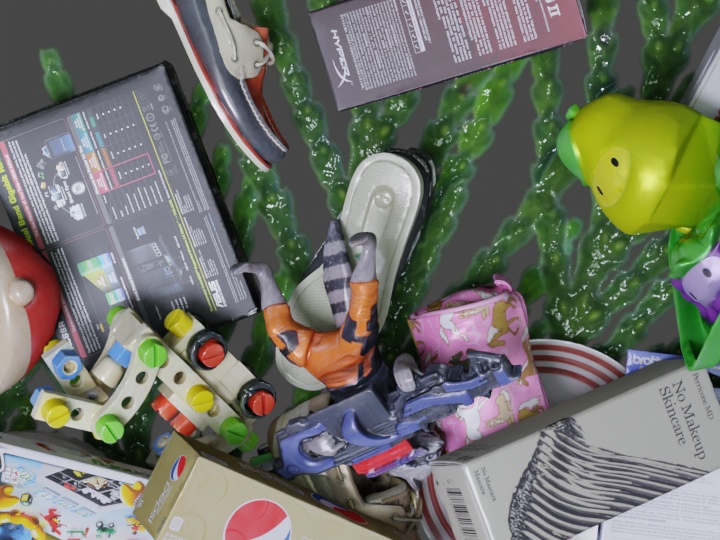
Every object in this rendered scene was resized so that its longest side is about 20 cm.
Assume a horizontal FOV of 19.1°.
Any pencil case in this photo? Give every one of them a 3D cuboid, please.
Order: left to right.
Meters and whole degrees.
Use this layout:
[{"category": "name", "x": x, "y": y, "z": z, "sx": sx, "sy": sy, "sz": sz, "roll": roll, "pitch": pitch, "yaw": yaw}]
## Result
[{"category": "pencil case", "x": 0.100, "y": 0.107, "z": 1.557, "sx": 0.086, "sy": 0.083, "sz": 0.200, "roll": -21, "pitch": 95, "yaw": -32}]

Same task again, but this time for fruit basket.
[{"category": "fruit basket", "x": 0.235, "y": -0.049, "z": 1.457, "sx": 0.215, "sy": 0.156, "sz": 0.216, "roll": -1, "pitch": 136, "yaw": -1}]

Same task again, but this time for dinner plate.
[{"category": "dinner plate", "x": 0.136, "y": 0.150, "z": 1.611, "sx": 0.200, "sy": 0.024, "sz": 0.201, "roll": 0, "pitch": 96, "yaw": 1}]

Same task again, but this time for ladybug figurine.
[{"category": "ladybug figurine", "x": -0.272, "y": 0.024, "z": 1.545, "sx": 0.072, "sy": 0.200, "sz": 0.136, "roll": -15, "pitch": 95, "yaw": -32}]

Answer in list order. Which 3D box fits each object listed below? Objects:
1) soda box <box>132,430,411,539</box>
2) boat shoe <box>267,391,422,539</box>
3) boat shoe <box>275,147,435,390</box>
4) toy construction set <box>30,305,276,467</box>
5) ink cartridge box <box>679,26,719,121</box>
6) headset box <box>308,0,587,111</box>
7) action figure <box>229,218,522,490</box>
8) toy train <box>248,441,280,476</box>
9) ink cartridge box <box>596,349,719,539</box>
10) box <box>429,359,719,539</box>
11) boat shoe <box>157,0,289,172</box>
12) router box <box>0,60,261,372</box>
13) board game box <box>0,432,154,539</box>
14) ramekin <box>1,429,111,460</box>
[{"category": "soda box", "x": -0.053, "y": 0.186, "z": 1.494, "sx": 0.200, "sy": 0.064, "sz": 0.068, "roll": 27, "pitch": 91, "yaw": -24}, {"category": "boat shoe", "x": 0.011, "y": 0.181, "z": 1.586, "sx": 0.065, "sy": 0.072, "sz": 0.200, "roll": -31, "pitch": 95, "yaw": 30}, {"category": "boat shoe", "x": 0.000, "y": 0.000, "z": 1.579, "sx": 0.072, "sy": 0.068, "sz": 0.200, "roll": 28, "pitch": 110, "yaw": 7}, {"category": "toy construction set", "x": -0.141, "y": 0.099, "z": 1.538, "sx": 0.131, "sy": 0.200, "sz": 0.092, "roll": -46, "pitch": 51, "yaw": -5}, {"category": "ink cartridge box", "x": 0.334, "y": -0.109, "z": 1.516, "sx": 0.200, "sy": 0.084, "sz": 0.144, "roll": 23, "pitch": 130, "yaw": -1}, {"category": "headset box", "x": 0.072, "y": -0.177, "z": 1.515, "sx": 0.199, "sy": 0.149, "sz": 0.077, "roll": -17, "pitch": 96, "yaw": 5}, {"category": "action figure", "x": 0.020, "y": 0.061, "z": 1.509, "sx": 0.200, "sy": 0.105, "sz": 0.194, "roll": -17, "pitch": 105, "yaw": 21}, {"category": "toy train", "x": -0.042, "y": 0.227, "z": 1.610, "sx": 0.042, "sy": 0.056, "sz": 0.200, "roll": -18, "pitch": 96, "yaw": 4}, {"category": "ink cartridge box", "x": 0.239, "y": 0.160, "z": 1.578, "sx": 0.119, "sy": 0.042, "sz": 0.201, "roll": 6, "pitch": 99, "yaw": 2}, {"category": "box", "x": 0.156, "y": 0.133, "z": 1.488, "sx": 0.200, "sy": 0.068, "sz": 0.082, "roll": -23, "pitch": 94, "yaw": -20}, {"category": "boat shoe", "x": -0.098, "y": -0.170, "z": 1.565, "sx": 0.062, "sy": 0.071, "sz": 0.200, "roll": -27, "pitch": 90, "yaw": 2}, {"category": "router box", "x": -0.176, "y": -0.036, "z": 1.583, "sx": 0.150, "sy": 0.062, "sz": 0.200, "roll": -20, "pitch": 95, "yaw": 3}, {"category": "board game box", "x": -0.210, "y": 0.190, "z": 1.493, "sx": 0.200, "sy": 0.035, "sz": 0.127, "roll": 16, "pitch": 97, "yaw": -20}, {"category": "ramekin", "x": -0.249, "y": 0.212, "z": 1.592, "sx": 0.200, "sy": 0.105, "sz": 0.201, "roll": 0, "pitch": 96, "yaw": 2}]
